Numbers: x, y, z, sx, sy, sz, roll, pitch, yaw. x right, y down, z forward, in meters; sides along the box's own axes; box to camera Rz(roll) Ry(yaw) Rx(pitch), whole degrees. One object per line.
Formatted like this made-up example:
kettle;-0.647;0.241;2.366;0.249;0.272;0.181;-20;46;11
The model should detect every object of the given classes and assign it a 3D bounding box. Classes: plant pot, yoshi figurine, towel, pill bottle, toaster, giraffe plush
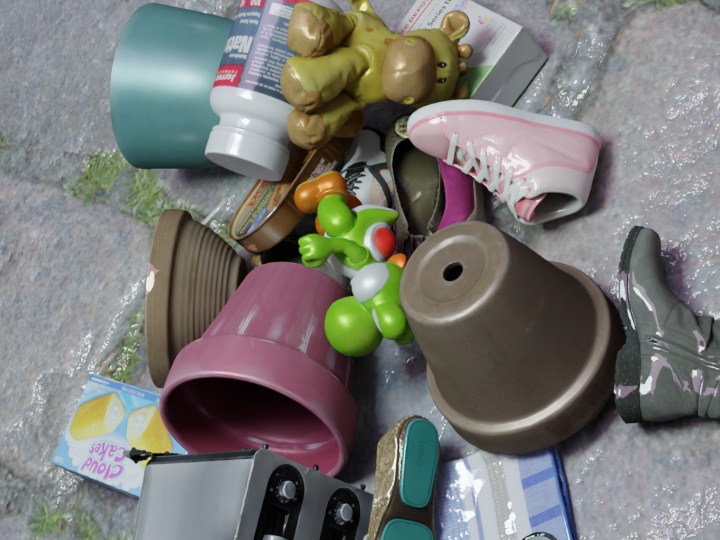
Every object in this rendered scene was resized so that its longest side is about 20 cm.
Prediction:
plant pot;-0.086;0.098;1.538;0.200;0.200;0.179;-10;44;32
plant pot;-0.177;0.033;1.655;0.092;0.201;0.201;2;62;2
yoshi figurine;-0.014;0.006;1.490;0.200;0.112;0.112;64;147;36
towel;0.107;0.241;1.415;0.200;0.024;0.147;-24;54;23
pill bottle;-0.100;-0.208;1.639;0.119;0.120;0.201;10;79;39
plant pot;-0.182;-0.212;1.776;0.161;0.201;0.201;8;69;18
plant pot;0.125;0.048;1.392;0.200;0.175;0.201;-20;48;24
toaster;-0.114;0.250;1.456;0.200;0.181;0.119;-9;61;41
giraffe plush;0.029;-0.211;1.572;0.162;0.173;0.200;14;39;24

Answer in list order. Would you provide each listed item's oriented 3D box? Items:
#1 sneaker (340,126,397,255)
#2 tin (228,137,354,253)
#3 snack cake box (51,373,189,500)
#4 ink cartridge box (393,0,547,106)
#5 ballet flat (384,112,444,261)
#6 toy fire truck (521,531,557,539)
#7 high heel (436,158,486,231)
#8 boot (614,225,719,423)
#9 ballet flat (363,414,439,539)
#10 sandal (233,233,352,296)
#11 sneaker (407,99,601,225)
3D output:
sneaker;0.003;-0.081;1.637;0.074;0.080;0.200;-20;53;29
tin;-0.077;-0.104;1.685;0.112;0.042;0.200;3;55;57
snack cake box;-0.243;0.198;1.666;0.200;0.067;0.115;12;72;40
ink cartridge box;0.097;-0.246;1.667;0.200;0.067;0.117;36;90;43
ballet flat;0.060;-0.090;1.607;0.067;0.046;0.201;-1;63;2
toy fire truck;0.127;0.354;1.280;0.176;0.129;0.200;-17;46;21
high heel;0.091;-0.063;1.568;0.096;0.067;0.200;13;58;30
boot;0.305;0.050;1.362;0.130;0.068;0.201;-5;64;23
ballet flat;0.036;0.238;1.420;0.065;0.070;0.200;-29;43;55
sandal;-0.086;-0.001;1.670;0.082;0.055;0.200;-54;42;-3
sneaker;0.142;-0.107;1.502;0.200;0.075;0.105;9;62;2
